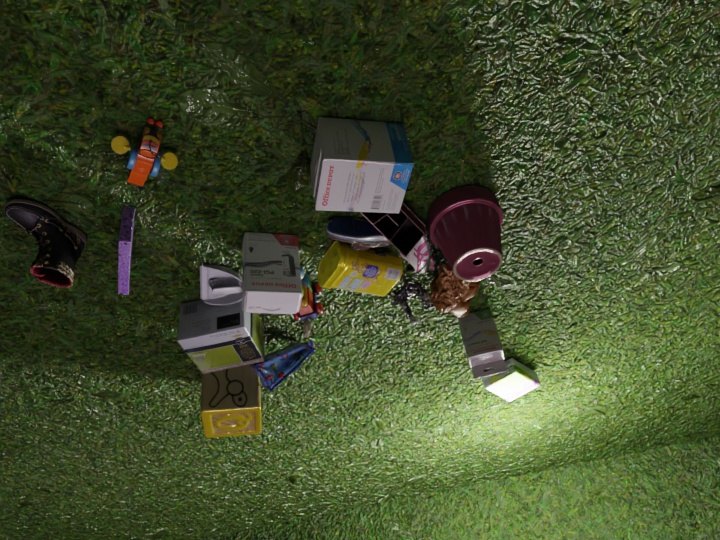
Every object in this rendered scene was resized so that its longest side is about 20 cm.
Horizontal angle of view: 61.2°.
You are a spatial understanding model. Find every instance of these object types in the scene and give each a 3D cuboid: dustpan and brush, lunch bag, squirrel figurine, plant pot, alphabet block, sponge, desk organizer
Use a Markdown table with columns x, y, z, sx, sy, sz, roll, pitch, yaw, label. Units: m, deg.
| x | y | z | sx | sy | sz | roll | pitch | yaw | label |
| --- | --- | --- | --- | --- | --- | --- | --- | --- | --- |
| -0.341 | 0.048 | 1.680 | 0.196 | 0.058 | 0.141 | -2 | 134 | -16 | dustpan and brush |
| -0.234 | 0.276 | 1.901 | 0.199 | 0.095 | 0.150 | -34 | -175 | -17 | lunch bag |
| 0.286 | 0.029 | 1.699 | 0.187 | 0.142 | 0.199 | -45 | 163 | 27 | squirrel figurine |
| 0.279 | -0.083 | 1.557 | 0.196 | 0.181 | 0.202 | -5 | 142 | -4 | plant pot |
| -0.421 | 0.410 | 1.999 | 0.191 | 0.202 | 0.198 | -2 | 141 | -8 | alphabet block |
| -0.572 | -0.046 | 1.483 | 0.029 | 0.113 | 0.201 | 4 | 140 | -19 | sponge |
| 0.075 | -0.131 | 1.498 | 0.071 | 0.078 | 0.200 | -33 | 120 | 27 | desk organizer |

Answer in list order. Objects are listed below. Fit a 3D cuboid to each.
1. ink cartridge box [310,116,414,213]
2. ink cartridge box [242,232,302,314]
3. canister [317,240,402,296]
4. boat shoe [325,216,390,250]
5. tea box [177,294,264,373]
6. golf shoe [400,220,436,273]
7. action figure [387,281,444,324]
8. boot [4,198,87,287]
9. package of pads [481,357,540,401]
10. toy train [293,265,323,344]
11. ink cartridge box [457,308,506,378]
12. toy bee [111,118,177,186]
| x | y | z | sx | sy | sz | roll | pitch | yaw | label |
| --- | --- | --- | --- | --- | --- | --- | --- | --- | --- |
| -0.004 | -0.231 | 1.344 | 0.196 | 0.146 | 0.148 | 1 | 140 | -13 | ink cartridge box |
| -0.227 | 0.005 | 1.543 | 0.143 | 0.202 | 0.085 | 2 | 140 | -14 | ink cartridge box |
| 0.000 | 0.000 | 1.673 | 0.197 | 0.088 | 0.149 | 11 | 142 | -26 | canister |
| 0.002 | -0.087 | 1.581 | 0.196 | 0.073 | 0.073 | 4 | 141 | -16 | boat shoe |
| -0.401 | 0.183 | 1.779 | 0.196 | 0.135 | 0.198 | -11 | 140 | 3 | tea box |
| 0.152 | -0.056 | 1.649 | 0.090 | 0.073 | 0.201 | -13 | 141 | 5 | golf shoe |
| 0.174 | 0.091 | 1.812 | 0.197 | 0.103 | 0.120 | 4 | 141 | -21 | action figure |
| -0.731 | -0.061 | 1.400 | 0.072 | 0.152 | 0.200 | -25 | 139 | 20 | boot |
| 0.569 | 0.418 | 2.316 | 0.154 | 0.069 | 0.199 | -35 | 134 | 27 | package of pads |
| -0.158 | 0.089 | 1.665 | 0.083 | 0.202 | 0.116 | -16 | 137 | 9 | toy train |
| 0.389 | 0.232 | 1.946 | 0.115 | 0.202 | 0.068 | -15 | 141 | 8 | ink cartridge box |
| -0.440 | -0.255 | 1.281 | 0.198 | 0.111 | 0.130 | -7 | 158 | 39 | toy bee |
